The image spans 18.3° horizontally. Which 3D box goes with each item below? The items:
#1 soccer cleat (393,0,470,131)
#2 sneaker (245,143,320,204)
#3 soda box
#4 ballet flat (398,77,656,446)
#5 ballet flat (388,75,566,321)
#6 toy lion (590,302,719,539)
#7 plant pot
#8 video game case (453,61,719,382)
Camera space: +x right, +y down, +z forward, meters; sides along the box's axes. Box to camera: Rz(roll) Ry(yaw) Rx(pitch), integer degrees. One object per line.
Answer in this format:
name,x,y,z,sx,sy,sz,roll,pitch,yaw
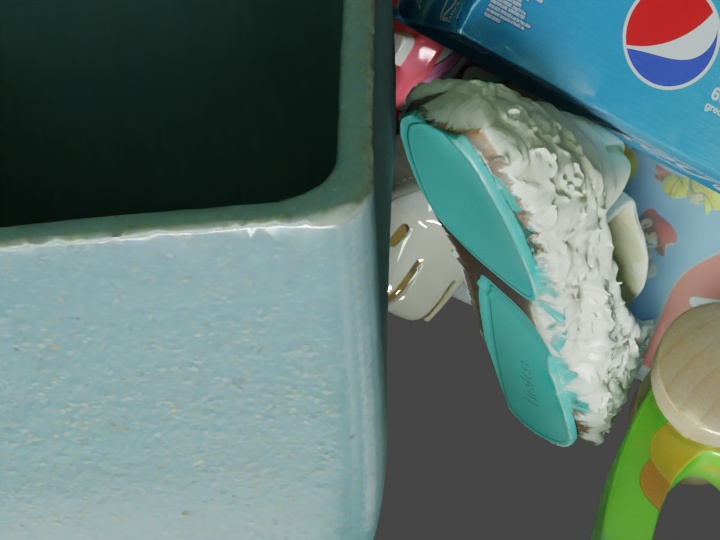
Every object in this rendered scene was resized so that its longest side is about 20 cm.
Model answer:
soccer cleat,0.047,-0.121,0.781,0.067,0.076,0.201,52,125,42
sneaker,-0.069,-0.098,0.781,0.079,0.095,0.201,-42,57,36
soda box,0.115,-0.064,0.731,0.199,0.068,0.064,27,91,-20
ballet flat,0.061,-0.014,0.733,0.071,0.200,0.072,-6,59,10
ballet flat,0.000,0.000,0.798,0.199,0.067,0.064,-27,51,28
toy lion,0.167,0.131,0.737,0.199,0.069,0.192,20,67,4
plant pot,-0.079,0.005,0.658,0.195,0.196,0.201,-5,131,6
video game case,0.064,-0.055,0.822,0.199,0.017,0.144,24,102,11
